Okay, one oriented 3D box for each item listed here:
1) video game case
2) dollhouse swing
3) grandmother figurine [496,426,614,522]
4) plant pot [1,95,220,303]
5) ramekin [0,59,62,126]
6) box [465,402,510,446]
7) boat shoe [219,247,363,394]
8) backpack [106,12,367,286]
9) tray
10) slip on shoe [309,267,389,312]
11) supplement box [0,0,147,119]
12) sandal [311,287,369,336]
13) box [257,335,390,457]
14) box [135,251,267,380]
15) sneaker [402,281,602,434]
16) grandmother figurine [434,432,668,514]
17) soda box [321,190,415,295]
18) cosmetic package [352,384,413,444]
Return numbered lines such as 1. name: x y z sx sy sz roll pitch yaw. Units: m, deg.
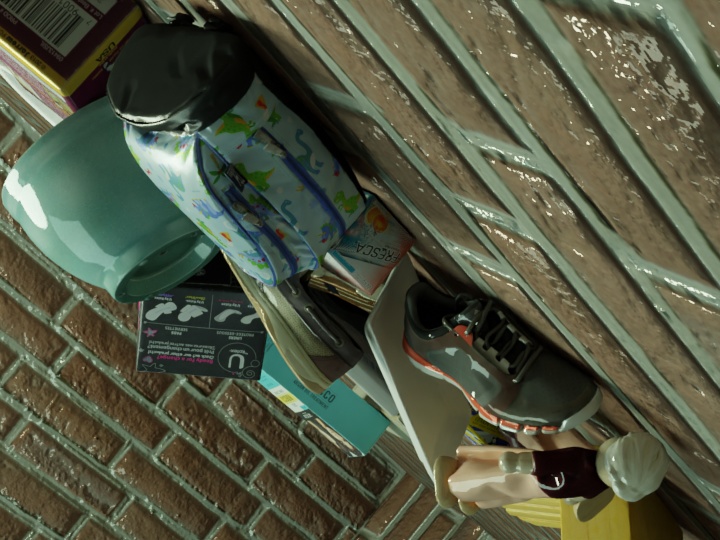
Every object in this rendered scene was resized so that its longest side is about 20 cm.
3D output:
1. video game case: -0.028 0.044 1.587 0.200 0.024 0.182 44 -161 -26
2. dollhouse swing: 0.209 0.274 1.424 0.175 0.182 0.200 -13 145 22
3. grandmother figurine: 0.154 0.138 1.340 0.200 0.060 0.122 41 133 46
4. plant pot: -0.204 -0.056 1.323 0.134 0.200 0.200 56 176 14
5. ramekin: -0.272 -0.181 1.517 0.200 0.098 0.200 40 173 6
6. box: 0.123 0.135 1.490 0.200 0.070 0.064 46 169 -33
7. boat shoe: -0.066 0.008 1.255 0.200 0.065 0.072 59 -176 10
8. backpack: -0.088 -0.084 1.105 0.200 0.154 0.163 30 173 -38
9. tray: 0.049 0.092 1.315 0.022 0.107 0.200 -5 125 28
10. slip on shoe: 0.000 0.000 1.385 0.199 0.061 0.076 20 167 10
11. supplement box: -0.256 -0.200 1.313 0.131 0.103 0.200 39 171 11
12. sandal: 0.003 0.032 1.571 0.200 0.045 0.075 41 -160 -35
13. box: -0.065 0.129 1.638 0.200 0.049 0.082 40 165 -5
14. box: -0.159 0.007 1.489 0.132 0.115 0.200 5 -147 -7
15. sneaker: 0.106 0.067 1.200 0.200 0.077 0.082 23 144 35
16. grandmother figurine: 0.158 0.166 1.199 0.200 0.061 0.121 -13 163 35
17. soda box: -0.039 -0.047 1.281 0.068 0.064 0.200 45 170 -34
18. cosmetic package: 0.068 0.140 1.664 0.073 0.104 0.200 43 170 -14
